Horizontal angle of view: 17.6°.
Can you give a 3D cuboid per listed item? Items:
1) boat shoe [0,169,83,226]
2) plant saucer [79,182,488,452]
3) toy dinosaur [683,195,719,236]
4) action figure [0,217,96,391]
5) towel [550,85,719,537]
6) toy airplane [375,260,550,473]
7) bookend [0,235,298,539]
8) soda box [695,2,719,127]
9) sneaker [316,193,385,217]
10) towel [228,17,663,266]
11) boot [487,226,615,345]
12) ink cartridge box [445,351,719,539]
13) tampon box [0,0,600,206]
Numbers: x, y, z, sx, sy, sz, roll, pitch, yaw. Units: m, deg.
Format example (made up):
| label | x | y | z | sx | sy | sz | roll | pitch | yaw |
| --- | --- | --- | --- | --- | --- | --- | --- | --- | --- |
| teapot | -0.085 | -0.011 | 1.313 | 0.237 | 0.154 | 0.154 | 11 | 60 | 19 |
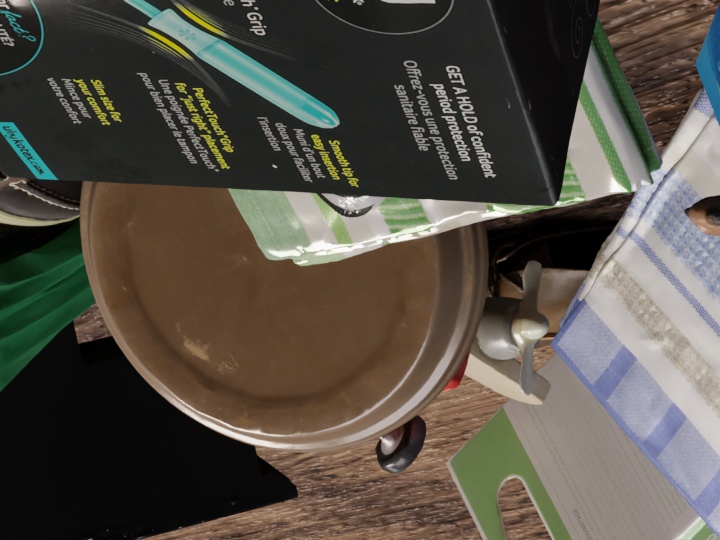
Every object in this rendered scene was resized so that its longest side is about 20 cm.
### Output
| label | x | y | z | sx | sy | sz | roll | pitch | yaw |
| --- | --- | --- | --- | --- | --- | --- | --- | --- | --- |
| boat shoe | -0.165 | -0.072 | 1.040 | 0.065 | 0.074 | 0.200 | -2 | 161 | 30 |
| plant saucer | -0.041 | -0.009 | 1.044 | 0.199 | 0.201 | 0.029 | -5 | -166 | 23 |
| toy dinosaur | 0.238 | -0.037 | 0.909 | 0.135 | 0.086 | 0.200 | 6 | 145 | -41 |
| action figure | -0.166 | 0.007 | 1.146 | 0.055 | 0.200 | 0.118 | 38 | 149 | 22 |
| towel | 0.173 | 0.019 | 1.085 | 0.024 | 0.147 | 0.200 | -22 | 153 | -38 |
| toy airplane | 0.000 | 0.000 | 1.171 | 0.199 | 0.141 | 0.200 | 34 | -176 | 20 |
| bookend | -0.157 | 0.045 | 1.243 | 0.198 | 0.201 | 0.092 | -14 | -170 | -15 |
| soda box | 0.185 | -0.102 | 0.889 | 0.068 | 0.064 | 0.200 | -17 | 162 | -7 |
| sneaker | -0.009 | -0.105 | 0.874 | 0.115 | 0.200 | 0.076 | -38 | 136 | -5 |
| towel | 0.010 | -0.081 | 0.937 | 0.199 | 0.023 | 0.153 | -12 | 114 | 38 |
| boot | 0.075 | 0.007 | 1.271 | 0.199 | 0.074 | 0.076 | -5 | 146 | 0 |
| ink cartridge box | 0.146 | 0.091 | 1.211 | 0.048 | 0.146 | 0.200 | 18 | 123 | -39 |
| tampon box | -0.034 | -0.115 | 0.739 | 0.199 | 0.127 | 0.150 | 3 | 149 | 19 |
